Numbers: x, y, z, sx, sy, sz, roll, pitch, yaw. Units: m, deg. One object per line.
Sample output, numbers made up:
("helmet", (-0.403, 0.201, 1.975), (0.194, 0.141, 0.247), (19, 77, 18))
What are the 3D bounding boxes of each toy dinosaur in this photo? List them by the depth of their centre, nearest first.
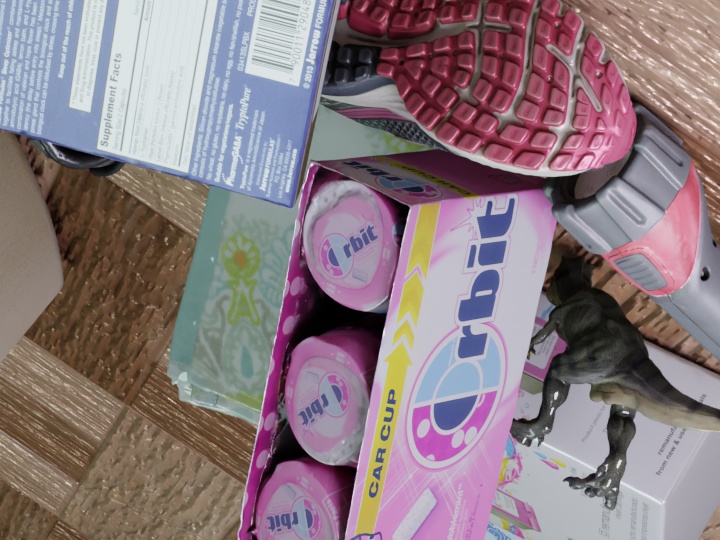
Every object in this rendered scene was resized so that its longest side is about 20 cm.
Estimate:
("toy dinosaur", (0.116, 0.059, 1.417), (0.047, 0.088, 0.200), (26, -168, -32))

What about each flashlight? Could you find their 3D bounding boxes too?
("flashlight", (0.172, 0.007, 1.360), (0.200, 0.068, 0.068), (40, -167, -26))

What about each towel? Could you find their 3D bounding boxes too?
("towel", (0.000, 0.000, 1.451), (0.170, 0.201, 0.048), (22, -161, 20))

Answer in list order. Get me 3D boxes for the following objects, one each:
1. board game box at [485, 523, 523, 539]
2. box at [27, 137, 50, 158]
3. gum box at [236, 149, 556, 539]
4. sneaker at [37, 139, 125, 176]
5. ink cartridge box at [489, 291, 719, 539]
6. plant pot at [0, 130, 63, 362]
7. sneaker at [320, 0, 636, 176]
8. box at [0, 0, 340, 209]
("board game box", (0.080, 0.160, 1.798), (0.198, 0.043, 0.200), (13, 150, 39))
("box", (-0.156, -0.131, 1.529), (0.161, 0.049, 0.200), (43, 155, -25))
("gum box", (0.016, 0.049, 1.355), (0.066, 0.201, 0.113), (23, -160, 36))
("sneaker", (-0.131, -0.089, 1.399), (0.077, 0.084, 0.200), (37, 168, -7))
("ink cartridge box", (0.092, 0.079, 1.572), (0.199, 0.085, 0.145), (27, 156, 18))
("plant pot", (-0.305, -0.027, 1.770), (0.199, 0.200, 0.177), (29, 144, 10))
("sneaker", (0.044, -0.091, 1.325), (0.199, 0.081, 0.075), (23, 174, 36))
("box", (-0.112, -0.107, 1.268), (0.199, 0.032, 0.122), (14, 123, 2))
